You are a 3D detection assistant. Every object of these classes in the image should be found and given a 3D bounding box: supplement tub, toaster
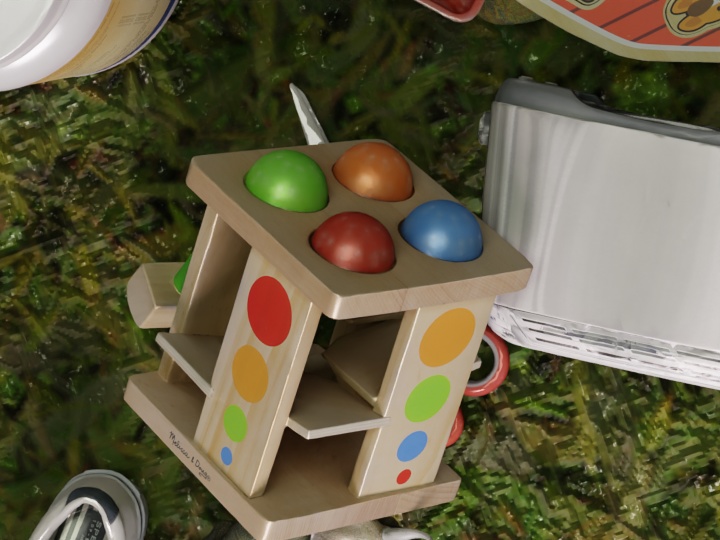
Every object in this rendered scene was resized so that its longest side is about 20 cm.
[{"bbox_3d":[-0.174,-0.164,1.344,0.144,0.200,0.145,1,97,11],"label":"supplement tub"},{"bbox_3d":[0.148,-0.017,1.329,0.199,0.114,0.130,12,95,11],"label":"toaster"}]

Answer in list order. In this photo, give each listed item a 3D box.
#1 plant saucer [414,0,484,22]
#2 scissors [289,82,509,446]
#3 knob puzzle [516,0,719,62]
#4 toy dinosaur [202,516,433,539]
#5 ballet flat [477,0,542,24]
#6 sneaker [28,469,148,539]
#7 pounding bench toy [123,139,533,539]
[{"bbox_3d":[0.010,-0.248,1.368,0.199,0.037,0.200,28,78,2],"label":"plant saucer"},{"bbox_3d":[0.000,0.000,1.406,0.073,0.014,0.200,-39,83,10],"label":"scissors"},{"bbox_3d":[0.159,-0.181,1.313,0.218,0.030,0.221,-4,118,-8],"label":"knob puzzle"},{"bbox_3d":[-0.054,0.149,1.370,0.199,0.102,0.077,-21,85,10],"label":"toy dinosaur"},{"bbox_3d":[0.135,-0.191,1.357,0.199,0.071,0.071,-29,83,10],"label":"ballet flat"},{"bbox_3d":[-0.169,0.199,1.408,0.073,0.071,0.201,17,92,11],"label":"sneaker"},{"bbox_3d":[-0.037,0.004,1.324,0.200,0.124,0.157,42,126,38],"label":"pounding bench toy"}]
